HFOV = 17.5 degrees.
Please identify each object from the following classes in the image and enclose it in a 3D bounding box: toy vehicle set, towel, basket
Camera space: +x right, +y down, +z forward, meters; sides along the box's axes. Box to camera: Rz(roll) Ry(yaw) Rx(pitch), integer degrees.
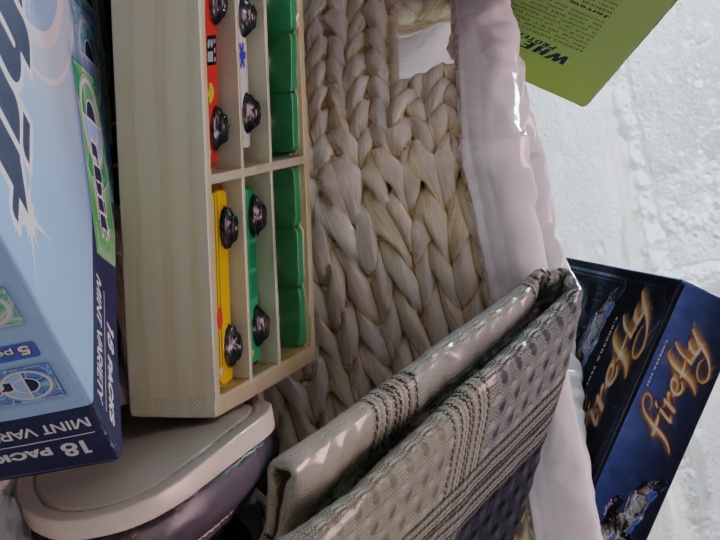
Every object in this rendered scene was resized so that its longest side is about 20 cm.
[{"bbox_3d":[-0.044,-0.063,0.713,0.124,0.026,0.201,-28,117,-76],"label":"toy vehicle set"},{"bbox_3d":[0.001,0.114,0.758,0.200,0.034,0.193,-39,148,-52],"label":"towel"},{"bbox_3d":[0.000,0.000,0.906,0.199,0.160,0.201,-90,167,-58],"label":"basket"}]

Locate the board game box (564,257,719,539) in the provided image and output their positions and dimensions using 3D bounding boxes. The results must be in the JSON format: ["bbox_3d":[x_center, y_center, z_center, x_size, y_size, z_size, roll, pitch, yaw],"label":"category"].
[{"bbox_3d":[0.083,0.096,0.998,0.201,0.034,0.135,-66,-163,-3],"label":"board game box"}]

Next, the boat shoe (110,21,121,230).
[{"bbox_3d":[-0.077,-0.108,0.795,0.068,0.071,0.201,73,12,-47],"label":"boat shoe"}]

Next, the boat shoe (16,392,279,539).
[{"bbox_3d":[-0.054,0.075,0.706,0.200,0.072,0.063,-58,136,-85],"label":"boat shoe"}]

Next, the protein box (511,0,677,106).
[{"bbox_3d":[0.055,-0.193,1.016,0.200,0.198,0.136,123,-10,-77],"label":"protein box"}]

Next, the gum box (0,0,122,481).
[{"bbox_3d":[-0.108,-0.070,0.584,0.200,0.044,0.171,70,12,-55],"label":"gum box"}]
